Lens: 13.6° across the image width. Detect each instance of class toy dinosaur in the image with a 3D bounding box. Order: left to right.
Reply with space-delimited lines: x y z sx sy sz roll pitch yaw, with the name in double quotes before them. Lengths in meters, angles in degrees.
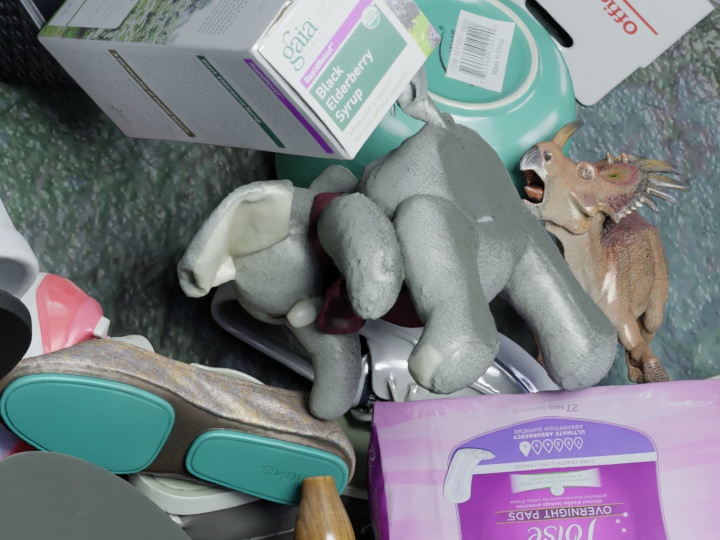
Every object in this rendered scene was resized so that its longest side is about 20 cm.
"toy dinosaur" 0.134 -0.006 1.619 0.085 0.200 0.136 4 88 9

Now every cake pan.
"cake pan" -0.126 0.166 1.422 0.200 0.037 0.201 35 30 -24

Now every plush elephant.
"plush elephant" 0.000 0.000 1.492 0.164 0.155 0.201 -11 72 -59

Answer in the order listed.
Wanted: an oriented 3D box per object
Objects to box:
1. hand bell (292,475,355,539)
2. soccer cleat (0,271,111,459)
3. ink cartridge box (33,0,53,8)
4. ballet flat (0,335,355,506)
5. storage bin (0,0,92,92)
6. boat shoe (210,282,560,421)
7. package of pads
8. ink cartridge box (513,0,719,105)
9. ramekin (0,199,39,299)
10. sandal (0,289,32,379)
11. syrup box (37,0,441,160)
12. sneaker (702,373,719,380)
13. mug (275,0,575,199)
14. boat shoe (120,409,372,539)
"hand bell" -0.011 0.202 1.488 0.104 0.104 0.201 0 80 -27
"soccer cleat" -0.197 0.088 1.520 0.076 0.067 0.201 24 69 13
"ink cartridge box" -0.156 -0.253 1.630 0.200 0.045 0.177 -32 91 -29
"ballet flat" -0.097 0.069 1.508 0.199 0.068 0.067 20 34 -26
"storage bin" -0.165 -0.203 1.545 0.135 0.094 0.200 -45 121 -24
"boat shoe" 0.012 0.053 1.598 0.199 0.074 0.065 26 46 10
"package of pads" 0.105 0.124 1.528 0.199 0.076 0.121 -4 60 -6
"ink cartridge box" 0.169 -0.202 1.732 0.116 0.200 0.067 45 27 -10
"ramekin" -0.262 -0.010 1.431 0.200 0.200 0.098 -15 76 -29
"sandal" -0.211 0.067 1.430 0.075 0.200 0.045 11 54 -26
"syrup box" -0.061 -0.112 1.452 0.081 0.200 0.079 48 68 -31
"sneaker" 0.180 0.123 1.665 0.200 0.077 0.112 -13 83 -56
"mug" 0.030 -0.096 1.622 0.152 0.115 0.185 -24 64 -31
"boat shoe" -0.038 0.115 1.590 0.200 0.061 0.072 -2 41 -30
